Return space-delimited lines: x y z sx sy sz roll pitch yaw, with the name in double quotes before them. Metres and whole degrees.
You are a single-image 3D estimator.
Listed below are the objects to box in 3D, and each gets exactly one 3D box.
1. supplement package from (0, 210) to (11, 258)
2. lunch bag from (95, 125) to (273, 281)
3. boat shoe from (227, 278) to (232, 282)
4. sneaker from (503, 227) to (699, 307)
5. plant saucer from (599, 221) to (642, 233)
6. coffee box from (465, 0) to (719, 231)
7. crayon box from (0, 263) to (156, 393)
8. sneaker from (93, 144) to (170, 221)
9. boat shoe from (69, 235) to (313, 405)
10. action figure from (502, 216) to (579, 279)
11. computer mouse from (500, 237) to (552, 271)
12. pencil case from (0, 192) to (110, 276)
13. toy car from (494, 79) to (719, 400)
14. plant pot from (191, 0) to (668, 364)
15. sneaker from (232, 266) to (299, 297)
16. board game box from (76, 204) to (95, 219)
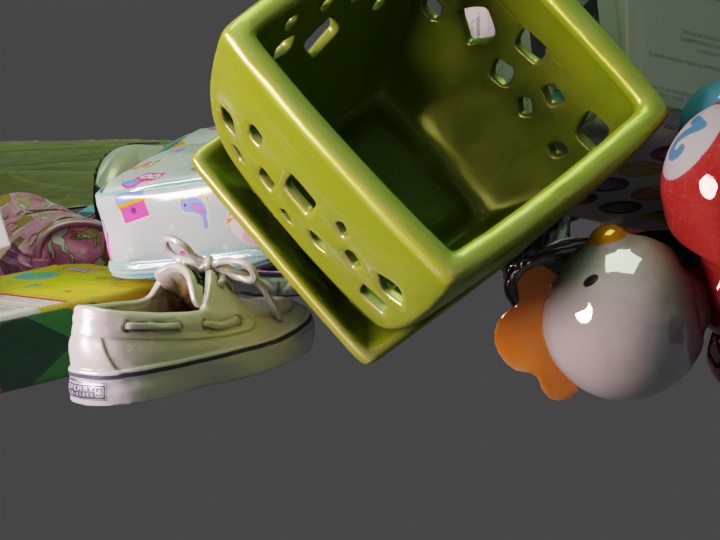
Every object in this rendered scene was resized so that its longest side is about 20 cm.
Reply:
"supplement package" -0.326 -0.054 1.438 0.111 0.156 0.200 -17 -5 -22
"lunch bag" -0.084 -0.052 1.449 0.160 0.077 0.200 -9 12 21
"boat shoe" -0.124 -0.013 1.557 0.065 0.074 0.200 -46 20 -7
"sneaker" 0.193 0.012 1.422 0.199 0.073 0.112 -7 9 28
"plant saucer" 0.264 -0.063 1.510 0.200 0.201 0.032 4 -17 37
"coffee box" 0.190 -0.155 1.406 0.199 0.201 0.198 10 -20 -31
"crayon box" -0.211 0.034 1.406 0.127 0.051 0.200 6 12 40
"sneaker" -0.127 -0.070 1.687 0.093 0.071 0.200 -3 5 32
"boat shoe" -0.102 0.021 1.298 0.074 0.086 0.202 5 12 40
"action figure" 0.127 -0.062 1.601 0.119 0.102 0.200 31 20 -28
"computer mouse" 0.068 -0.029 1.642 0.199 0.034 0.059 17 26 -21
"pencil case" -0.235 -0.011 1.608 0.086 0.083 0.200 -37 21 -15
"toy car" 0.170 0.003 1.204 0.199 0.178 0.184 -15 21 0
"plant pot" 0.027 -0.074 1.263 0.200 0.199 0.182 -36 -10 -30
"sneaker" -0.012 -0.027 1.650 0.199 0.084 0.081 -6 10 -27
"board game box" -0.146 -0.024 1.778 0.199 0.047 0.151 -1 10 7
